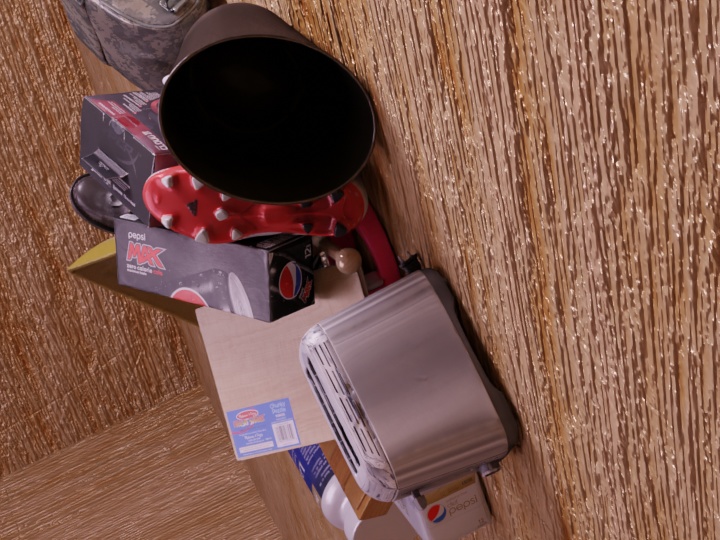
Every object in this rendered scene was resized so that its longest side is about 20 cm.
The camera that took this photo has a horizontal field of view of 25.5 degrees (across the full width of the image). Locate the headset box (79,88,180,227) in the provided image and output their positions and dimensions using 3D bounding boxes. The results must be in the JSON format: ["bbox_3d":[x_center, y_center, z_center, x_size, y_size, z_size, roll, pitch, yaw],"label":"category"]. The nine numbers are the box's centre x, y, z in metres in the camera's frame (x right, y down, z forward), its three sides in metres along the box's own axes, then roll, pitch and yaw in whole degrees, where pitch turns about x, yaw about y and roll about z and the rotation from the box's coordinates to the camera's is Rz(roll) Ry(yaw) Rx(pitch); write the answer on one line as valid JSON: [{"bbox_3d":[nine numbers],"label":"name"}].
[{"bbox_3d":[-0.161,-0.112,1.490,0.148,0.198,0.076,37,127,44],"label":"headset box"}]

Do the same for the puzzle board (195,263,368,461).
[{"bbox_3d":[-0.058,0.085,1.467,0.198,0.017,0.153,-17,89,36],"label":"puzzle board"}]

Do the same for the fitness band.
[{"bbox_3d":[0.000,0.000,1.511,0.201,0.037,0.144,80,163,-47],"label":"fitness band"}]

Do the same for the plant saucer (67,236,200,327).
[{"bbox_3d":[-0.191,0.000,1.742,0.199,0.199,0.049,-15,57,52],"label":"plant saucer"}]

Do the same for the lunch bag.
[{"bbox_3d":[-0.233,-0.288,1.758,0.168,0.139,0.200,46,167,15],"label":"lunch bag"}]

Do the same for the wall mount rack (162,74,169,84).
[{"bbox_3d":[-0.120,-0.171,1.649,0.173,0.074,0.202,-15,101,48],"label":"wall mount rack"}]

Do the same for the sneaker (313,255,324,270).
[{"bbox_3d":[-0.057,0.027,1.568,0.085,0.078,0.202,21,-136,-36],"label":"sneaker"}]

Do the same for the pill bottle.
[{"bbox_3d":[-0.007,0.221,1.803,0.201,0.115,0.117,55,165,44],"label":"pill bottle"}]

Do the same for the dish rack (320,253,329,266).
[{"bbox_3d":[-0.047,0.007,1.707,0.154,0.054,0.201,60,167,24],"label":"dish rack"}]

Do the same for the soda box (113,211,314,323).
[{"bbox_3d":[-0.135,-0.009,1.450,0.198,0.063,0.072,12,112,38],"label":"soda box"}]

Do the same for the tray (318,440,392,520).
[{"bbox_3d":[0.021,0.130,1.467,0.099,0.037,0.201,58,140,33],"label":"tray"}]

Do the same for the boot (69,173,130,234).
[{"bbox_3d":[-0.215,-0.086,1.695,0.174,0.198,0.070,114,171,-70],"label":"boot"}]

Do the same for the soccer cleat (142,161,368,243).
[{"bbox_3d":[-0.090,-0.064,1.391,0.085,0.197,0.070,-68,-22,-69],"label":"soccer cleat"}]

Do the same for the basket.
[{"bbox_3d":[-0.092,-0.153,1.354,0.200,0.178,0.138,-121,44,-66],"label":"basket"}]

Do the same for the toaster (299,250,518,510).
[{"bbox_3d":[0.033,0.092,1.304,0.202,0.128,0.114,64,168,13],"label":"toaster"}]

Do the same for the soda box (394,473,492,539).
[{"bbox_3d":[0.056,0.192,1.564,0.200,0.067,0.064,45,157,62],"label":"soda box"}]

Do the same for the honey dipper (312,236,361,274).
[{"bbox_3d":[-0.031,-0.025,1.430,0.038,0.038,0.200,68,170,-13],"label":"honey dipper"}]
